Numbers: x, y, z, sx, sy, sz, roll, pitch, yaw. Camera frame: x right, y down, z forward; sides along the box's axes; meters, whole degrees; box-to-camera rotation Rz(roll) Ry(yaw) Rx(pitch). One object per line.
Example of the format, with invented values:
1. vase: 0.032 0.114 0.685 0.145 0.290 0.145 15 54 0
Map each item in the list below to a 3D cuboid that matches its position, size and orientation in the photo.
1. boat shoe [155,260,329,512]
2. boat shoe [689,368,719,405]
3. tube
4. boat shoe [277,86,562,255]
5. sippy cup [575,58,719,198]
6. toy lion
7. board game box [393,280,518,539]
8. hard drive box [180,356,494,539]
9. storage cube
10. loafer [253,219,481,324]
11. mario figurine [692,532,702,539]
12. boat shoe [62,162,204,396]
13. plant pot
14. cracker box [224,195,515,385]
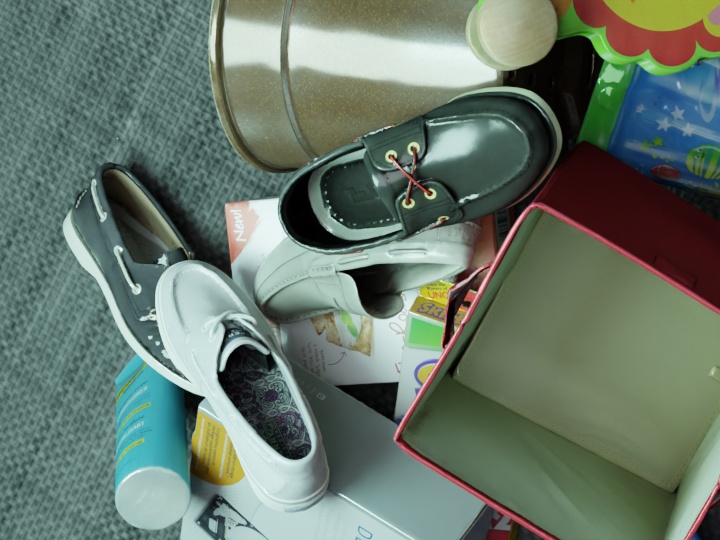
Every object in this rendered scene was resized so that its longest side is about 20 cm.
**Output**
1. boat shoe: -0.079 0.063 1.423 0.071 0.069 0.201 -15 58 -15
2. boat shoe: 0.198 0.043 1.402 0.198 0.071 0.092 8 72 -3
3. tube: -0.146 0.103 1.531 0.050 0.200 0.077 40 107 -24
4. boat shoe: 0.034 -0.054 1.307 0.201 0.063 0.074 -17 99 42
5. sippy cup: 0.217 -0.107 1.398 0.129 0.140 0.179 21 116 7
6. toy lion: 0.142 -0.207 1.262 0.190 0.069 0.202 -17 92 -4
7. board game box: 0.071 0.100 1.473 0.095 0.030 0.201 17 125 14
8. hard drive box: -0.018 0.166 1.496 0.199 0.077 0.157 29 139 16
9. storage cube: 0.148 0.050 1.292 0.199 0.180 0.172 31 110 5
10. loafer: 0.000 0.000 1.427 0.199 0.070 0.070 -28 55 45
11. mario figurine: 0.192 0.146 1.466 0.106 0.123 0.201 -8 103 62
12. boat shoe: -0.141 0.005 1.548 0.200 0.074 0.061 53 128 32
13. plant pot: 0.037 -0.148 1.402 0.197 0.200 0.202 10 99 29
14. cracker box: 0.010 0.009 1.518 0.198 0.058 0.135 -5 94 22
